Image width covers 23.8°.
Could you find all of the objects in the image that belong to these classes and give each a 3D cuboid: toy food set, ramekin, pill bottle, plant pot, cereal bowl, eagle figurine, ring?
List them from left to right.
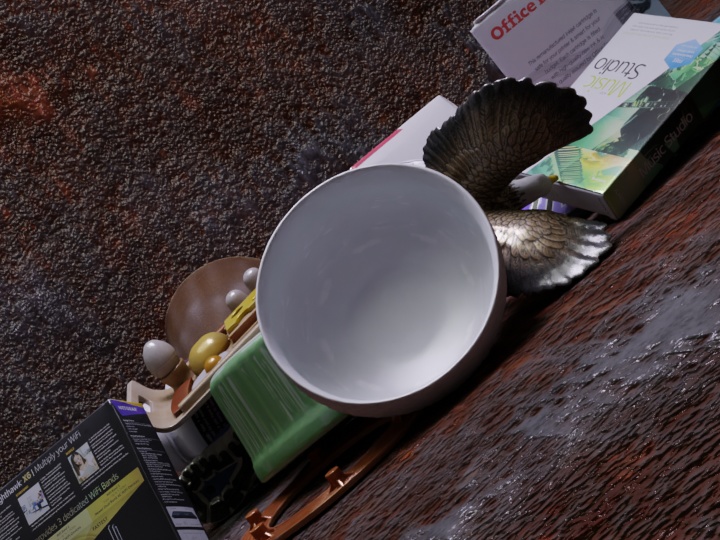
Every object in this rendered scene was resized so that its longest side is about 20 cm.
[{"bbox_3d":[-0.140,0.056,1.584,0.200,0.060,0.144,-46,12,1],"label":"toy food set"},{"bbox_3d":[-0.143,0.103,2.080,0.187,0.187,0.200,-40,19,6],"label":"plant pot"},{"bbox_3d":[-0.115,0.119,1.696,0.199,0.113,0.112,-29,6,10],"label":"pill bottle"},{"bbox_3d":[-0.033,0.081,1.457,0.199,0.098,0.200,-38,-4,-3],"label":"ramekin"},{"bbox_3d":[-0.027,0.157,1.356,0.200,0.019,0.200,-40,4,3],"label":"ring"},{"bbox_3d":[0.022,0.023,1.326,0.200,0.200,0.083,-40,-29,-3],"label":"cereal bowl"},{"bbox_3d":[0.109,-0.057,1.389,0.151,0.151,0.200,-54,9,-18],"label":"eagle figurine"}]

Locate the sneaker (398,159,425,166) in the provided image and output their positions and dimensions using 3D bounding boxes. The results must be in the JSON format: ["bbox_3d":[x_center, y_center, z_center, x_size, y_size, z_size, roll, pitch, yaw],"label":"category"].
[{"bbox_3d":[0.053,-0.064,1.659,0.199,0.073,0.114,-15,13,35],"label":"sneaker"}]

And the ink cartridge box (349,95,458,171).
[{"bbox_3d":[0.066,-0.072,1.890,0.147,0.085,0.201,-41,-24,-23],"label":"ink cartridge box"}]

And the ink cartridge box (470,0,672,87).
[{"bbox_3d":[0.225,-0.207,1.640,0.144,0.200,0.084,-37,5,30],"label":"ink cartridge box"}]

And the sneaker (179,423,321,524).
[{"bbox_3d":[-0.090,0.150,1.603,0.200,0.079,0.089,-39,6,17],"label":"sneaker"}]

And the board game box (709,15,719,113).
[{"bbox_3d":[0.376,-0.229,1.572,0.151,0.047,0.200,-38,5,28],"label":"board game box"}]

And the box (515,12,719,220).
[{"bbox_3d":[0.230,-0.138,1.477,0.200,0.036,0.144,-50,32,-13],"label":"box"}]

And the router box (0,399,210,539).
[{"bbox_3d":[-0.240,0.234,1.489,0.199,0.158,0.052,-38,-24,18],"label":"router box"}]

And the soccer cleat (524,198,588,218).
[{"bbox_3d":[0.201,-0.096,1.571,0.200,0.073,0.068,-40,4,7],"label":"soccer cleat"}]
